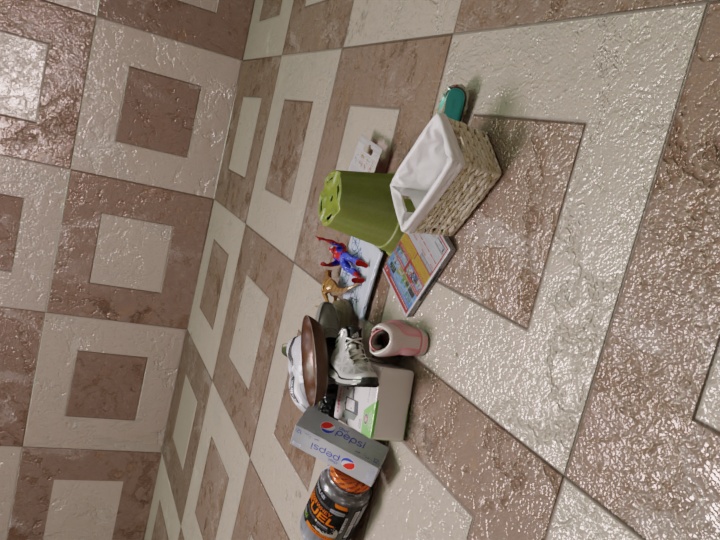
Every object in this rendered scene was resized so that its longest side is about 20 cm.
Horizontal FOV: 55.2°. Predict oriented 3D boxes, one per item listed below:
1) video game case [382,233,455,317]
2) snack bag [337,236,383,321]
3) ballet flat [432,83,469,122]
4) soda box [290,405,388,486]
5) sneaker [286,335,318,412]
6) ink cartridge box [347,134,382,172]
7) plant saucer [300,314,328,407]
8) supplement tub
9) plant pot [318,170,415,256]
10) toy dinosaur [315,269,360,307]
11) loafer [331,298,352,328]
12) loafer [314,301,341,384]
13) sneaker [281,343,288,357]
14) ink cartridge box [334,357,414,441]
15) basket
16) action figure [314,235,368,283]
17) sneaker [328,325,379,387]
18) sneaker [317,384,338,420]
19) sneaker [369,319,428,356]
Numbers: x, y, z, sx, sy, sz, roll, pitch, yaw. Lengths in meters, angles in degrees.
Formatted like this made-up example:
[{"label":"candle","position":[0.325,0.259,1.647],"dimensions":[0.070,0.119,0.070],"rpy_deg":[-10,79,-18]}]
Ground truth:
[{"label":"video game case","position":[0.118,-0.022,1.441],"dimensions":[0.201,0.017,0.144],"rpy_deg":[-60,40,36]},{"label":"snack bag","position":[0.000,0.000,1.703],"dimensions":[0.200,0.021,0.191],"rpy_deg":[47,124,60]},{"label":"ballet flat","position":[0.172,-0.280,1.405],"dimensions":[0.064,0.075,0.202],"rpy_deg":[-57,-9,-73]},{"label":"soda box","position":[-0.045,0.371,1.456],"dimensions":[0.068,0.198,0.064],"rpy_deg":[-51,-17,-55]},{"label":"sneaker","position":[-0.119,0.235,1.650],"dimensions":[0.115,0.074,0.202],"rpy_deg":[-41,51,43]},{"label":"ink cartridge box","position":[0.011,-0.225,1.739],"dimensions":[0.202,0.050,0.161],"rpy_deg":[-68,27,15]},{"label":"plant saucer","position":[-0.101,0.198,1.518],"dimensions":[0.200,0.034,0.203],"rpy_deg":[178,90,-77]},{"label":"supplement tub","position":[-0.050,0.507,1.509],"dimensions":[0.202,0.121,0.123],"rpy_deg":[-68,28,25]},{"label":"plant pot","position":[0.013,-0.144,1.530],"dimensions":[0.200,0.188,0.203],"rpy_deg":[-33,52,56]},{"label":"toy dinosaur","position":[-0.072,0.049,1.747],"dimensions":[0.200,0.060,0.108],"rpy_deg":[38,115,62]},{"label":"loafer","position":[-0.060,0.171,1.697],"dimensions":[0.075,0.067,0.203],"rpy_deg":[-11,80,63]},{"label":"loafer","position":[-0.069,0.161,1.599],"dimensions":[0.070,0.069,0.202],"rpy_deg":[122,146,-58]},{"label":"sneaker","position":[-0.176,0.253,1.929],"dimensions":[0.199,0.066,0.091],"rpy_deg":[-14,63,60]},{"label":"ink cartridge box","position":[0.024,0.269,1.480],"dimensions":[0.199,0.083,0.148],"rpy_deg":[2,83,65]},{"label":"basket","position":[0.160,-0.173,1.307],"dimensions":[0.201,0.122,0.137],"rpy_deg":[-55,35,43]},{"label":"action figure","position":[-0.061,-0.031,1.712],"dimensions":[0.200,0.098,0.066],"rpy_deg":[-137,61,-64]},{"label":"sneaker","position":[-0.017,0.173,1.408],"dimensions":[0.200,0.075,0.117],"rpy_deg":[-178,92,-68]},{"label":"sneaker","position":[-0.080,0.314,1.583],"dimensions":[0.200,0.070,0.101],"rpy_deg":[-51,-40,-63]},{"label":"sneaker","position":[0.051,0.141,1.449],"dimensions":[0.200,0.103,0.076],"rpy_deg":[179,96,-65]}]
